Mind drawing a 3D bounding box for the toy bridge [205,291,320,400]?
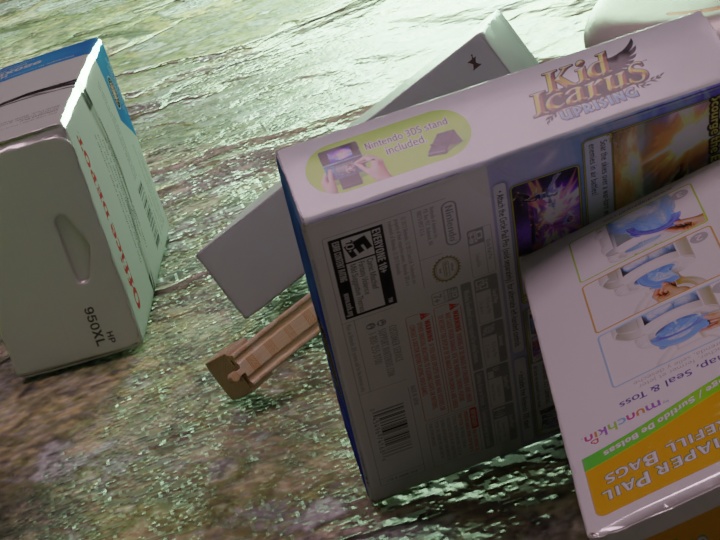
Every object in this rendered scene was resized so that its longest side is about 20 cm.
[{"bbox_3d":[0.000,0.000,1.003,0.200,0.027,0.067,-41,5,-29],"label":"toy bridge"}]

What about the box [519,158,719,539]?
[{"bbox_3d":[0.134,0.060,0.663,0.101,0.113,0.200,-26,23,10],"label":"box"}]

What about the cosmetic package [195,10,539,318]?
[{"bbox_3d":[0.010,-0.064,1.057,0.200,0.052,0.151,-37,3,14],"label":"cosmetic package"}]

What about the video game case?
[{"bbox_3d":[0.070,0.001,0.785,0.180,0.201,0.046,-18,51,-5],"label":"video game case"}]

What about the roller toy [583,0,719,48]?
[{"bbox_3d":[0.218,-0.110,1.022,0.199,0.141,0.183,-16,20,5],"label":"roller toy"}]

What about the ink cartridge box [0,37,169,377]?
[{"bbox_3d":[-0.186,-0.044,1.159,0.084,0.146,0.200,-16,20,5],"label":"ink cartridge box"}]
